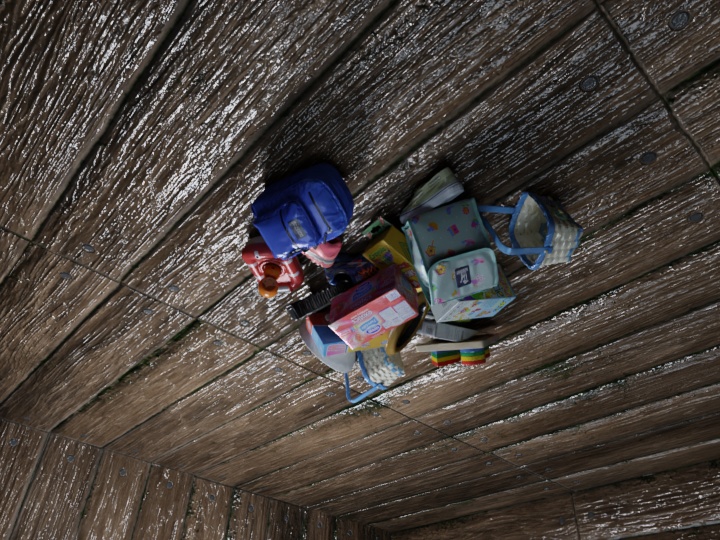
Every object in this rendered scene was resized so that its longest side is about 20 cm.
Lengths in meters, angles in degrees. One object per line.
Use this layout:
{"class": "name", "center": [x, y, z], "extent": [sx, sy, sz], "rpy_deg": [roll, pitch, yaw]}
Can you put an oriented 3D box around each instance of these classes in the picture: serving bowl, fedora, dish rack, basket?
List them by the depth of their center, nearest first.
{"class": "basket", "center": [0.367, -0.093, 1.221], "extent": [0.196, 0.178, 0.141], "rpy_deg": [-4, 129, -13]}
{"class": "fedora", "center": [0.107, 0.122, 1.454], "extent": [0.081, 0.201, 0.202], "rpy_deg": [31, 149, 23]}
{"class": "dish rack", "center": [-0.087, 0.071, 1.477], "extent": [0.198, 0.153, 0.055], "rpy_deg": [-27, 89, 25]}
{"class": "serving bowl", "center": [-0.085, 0.204, 1.619], "extent": [0.199, 0.201, 0.066], "rpy_deg": [34, 103, -34]}
{"class": "basket", "center": [0.030, 0.292, 1.702], "extent": [0.198, 0.179, 0.139], "rpy_deg": [-27, 142, 19]}

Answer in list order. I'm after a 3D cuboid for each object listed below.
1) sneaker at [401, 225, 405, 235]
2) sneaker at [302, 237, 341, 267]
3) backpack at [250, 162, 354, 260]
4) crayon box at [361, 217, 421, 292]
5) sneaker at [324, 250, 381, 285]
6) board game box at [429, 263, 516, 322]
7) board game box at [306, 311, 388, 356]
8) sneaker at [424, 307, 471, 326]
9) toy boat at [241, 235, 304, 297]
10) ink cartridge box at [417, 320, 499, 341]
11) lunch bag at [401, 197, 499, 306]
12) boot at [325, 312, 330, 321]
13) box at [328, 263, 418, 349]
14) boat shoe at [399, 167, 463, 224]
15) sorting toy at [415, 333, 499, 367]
{"class": "sneaker", "center": [0.172, -0.051, 1.371], "extent": [0.089, 0.068, 0.201], "rpy_deg": [-24, 131, 7]}
{"class": "sneaker", "center": [-0.132, -0.084, 1.350], "extent": [0.198, 0.074, 0.087], "rpy_deg": [23, 124, -29]}
{"class": "backpack", "center": [-0.116, -0.119, 1.194], "extent": [0.197, 0.169, 0.164], "rpy_deg": [-21, 119, 21]}
{"class": "crayon box", "center": [0.089, -0.031, 1.324], "extent": [0.199, 0.051, 0.127], "rpy_deg": [39, 155, -9]}
{"class": "sneaker", "center": [0.000, 0.000, 1.424], "extent": [0.196, 0.080, 0.076], "rpy_deg": [-9, 141, 15]}
{"class": "board game box", "center": [0.276, 0.054, 1.404], "extent": [0.197, 0.104, 0.105], "rpy_deg": [-2, 148, -33]}
{"class": "board game box", "center": [-0.035, 0.164, 1.526], "extent": [0.197, 0.153, 0.041], "rpy_deg": [-7, 119, -22]}
{"class": "sneaker", "center": [0.234, 0.094, 1.559], "extent": [0.196, 0.072, 0.084], "rpy_deg": [12, 117, -13]}
{"class": "toy boat", "center": [-0.226, 0.008, 1.401], "extent": [0.128, 0.132, 0.201], "rpy_deg": [-5, 142, 14]}
{"class": "ink cartridge box", "center": [0.276, 0.184, 1.602], "extent": [0.197, 0.058, 0.162], "rpy_deg": [17, 174, -13]}
{"class": "lunch bag", "center": [0.200, -0.036, 1.222], "extent": [0.167, 0.203, 0.122], "rpy_deg": [-17, 172, -8]}
{"class": "boot", "center": [0.000, 0.097, 1.482], "extent": [0.173, 0.070, 0.200], "rpy_deg": [-33, 159, 10]}
{"class": "box", "center": [0.031, 0.088, 1.321], "extent": [0.198, 0.095, 0.103], "rpy_deg": [-31, 120, 23]}
{"class": "boat shoe", "center": [0.151, -0.163, 1.228], "extent": [0.071, 0.063, 0.199], "rpy_deg": [-20, 174, -38]}
{"class": "sorting toy", "center": [0.289, 0.235, 1.610], "extent": [0.197, 0.071, 0.198], "rpy_deg": [-8, 177, 27]}
